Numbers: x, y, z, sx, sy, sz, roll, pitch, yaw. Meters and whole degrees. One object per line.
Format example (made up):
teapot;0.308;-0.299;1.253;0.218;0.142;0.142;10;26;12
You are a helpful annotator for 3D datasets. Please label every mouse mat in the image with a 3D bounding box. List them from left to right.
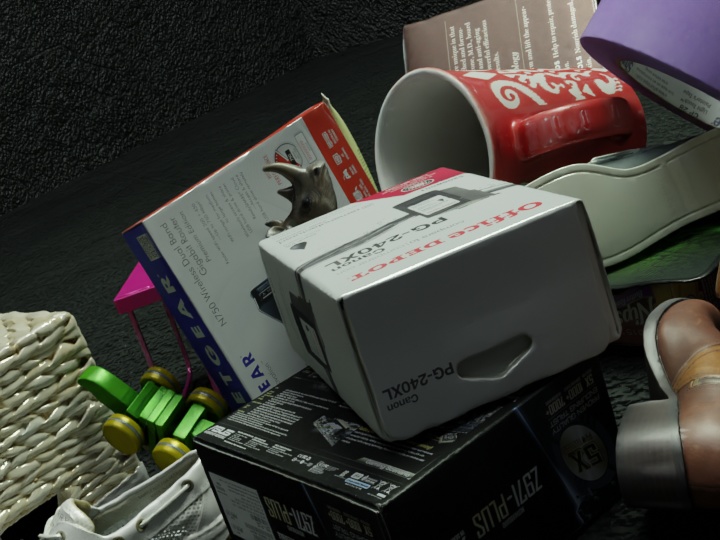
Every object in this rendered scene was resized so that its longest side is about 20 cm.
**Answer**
mouse mat;0.190;-0.021;0.788;0.198;0.008;0.160;-8;21;44

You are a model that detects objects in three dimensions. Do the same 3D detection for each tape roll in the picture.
tape roll;0.262;-0.154;0.772;0.086;0.198;0.200;-61;15;7

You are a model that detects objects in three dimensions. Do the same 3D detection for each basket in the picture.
basket;-0.299;0.141;0.800;0.198;0.163;0.197;-1;24;45

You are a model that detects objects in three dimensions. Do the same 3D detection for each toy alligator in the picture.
toy alligator;-0.113;0.124;0.762;0.197;0.055;0.060;22;49;14

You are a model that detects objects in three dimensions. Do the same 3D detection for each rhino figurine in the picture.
rhino figurine;0.000;0.000;0.765;0.087;0.200;0.060;-41;16;11

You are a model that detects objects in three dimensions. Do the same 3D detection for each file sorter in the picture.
file sorter;-0.091;0.031;0.950;0.197;0.127;0.139;-19;15;3

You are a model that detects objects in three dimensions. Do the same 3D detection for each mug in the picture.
mug;0.140;-0.091;0.850;0.198;0.136;0.177;-13;29;-38

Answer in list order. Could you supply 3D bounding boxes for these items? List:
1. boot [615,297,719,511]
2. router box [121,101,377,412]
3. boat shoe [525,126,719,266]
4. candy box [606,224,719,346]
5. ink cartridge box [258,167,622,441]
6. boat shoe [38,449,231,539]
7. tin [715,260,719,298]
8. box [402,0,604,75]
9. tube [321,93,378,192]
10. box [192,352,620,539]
boot;0.245;0.058;0.562;0.197;0.070;0.188;-8;13;26
router box;-0.049;0.008;0.806;0.179;0.202;0.049;-38;12;-30
boat shoe;0.186;-0.048;0.764;0.197;0.074;0.062;-19;0;2
candy box;0.240;-0.014;0.812;0.199;0.057;0.116;-35;22;-35
ink cartridge box;0.036;0.008;0.631;0.143;0.085;0.200;-22;15;-13
boat shoe;-0.176;0.177;0.691;0.198;0.070;0.071;-28;19;-19
tin;0.288;0.016;0.608;0.110;0.043;0.199;3;6;-23
box;0.166;-0.164;1.076;0.197;0.167;0.166;-14;-23;22
tube;-0.004;-0.068;1.024;0.057;0.203;0.052;-2;21;45
box;0.024;0.110;0.626;0.163;0.087;0.199;-30;19;-31
